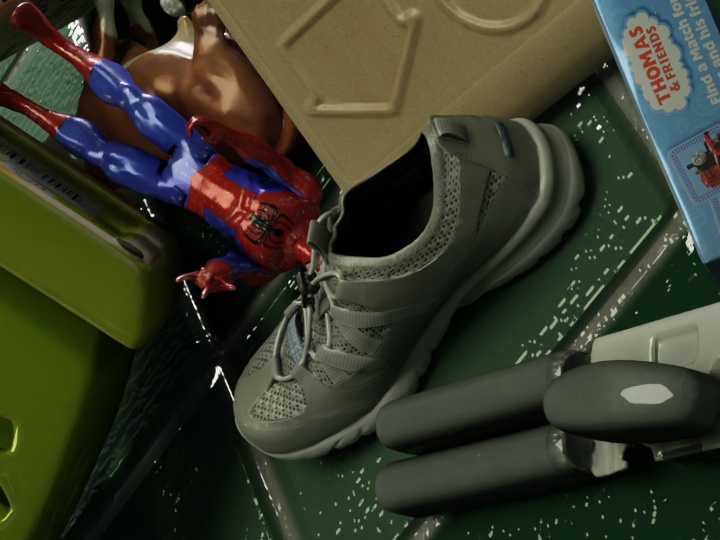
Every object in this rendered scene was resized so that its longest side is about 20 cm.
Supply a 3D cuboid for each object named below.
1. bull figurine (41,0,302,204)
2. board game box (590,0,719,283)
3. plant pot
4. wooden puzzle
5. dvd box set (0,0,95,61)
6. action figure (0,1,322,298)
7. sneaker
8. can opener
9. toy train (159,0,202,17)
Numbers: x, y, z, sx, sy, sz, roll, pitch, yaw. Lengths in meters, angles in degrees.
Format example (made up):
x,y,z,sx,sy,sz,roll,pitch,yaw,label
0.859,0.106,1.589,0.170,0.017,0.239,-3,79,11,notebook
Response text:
x,y,z,sx,sy,sz,roll,pitch,yaw,label
-0.099,-0.091,1.070,0.199,0.065,0.122,-7,92,43,bull figurine
0.094,-0.093,0.708,0.036,0.151,0.201,-24,80,10,board game box
-0.194,0.026,1.003,0.182,0.199,0.199,-57,2,7,plant pot
0.012,-0.143,0.895,0.200,0.046,0.185,51,131,-1,wooden puzzle
-0.182,-0.138,1.117,0.029,0.200,0.146,55,138,-3,dvd box set
-0.092,-0.049,0.963,0.199,0.099,0.066,31,97,11,action figure
0.000,0.000,0.898,0.200,0.082,0.075,-48,42,28,sneaker
0.068,0.052,0.809,0.200,0.066,0.053,-22,59,51,can opener
-0.049,-0.197,1.009,0.042,0.056,0.200,-13,36,47,toy train
